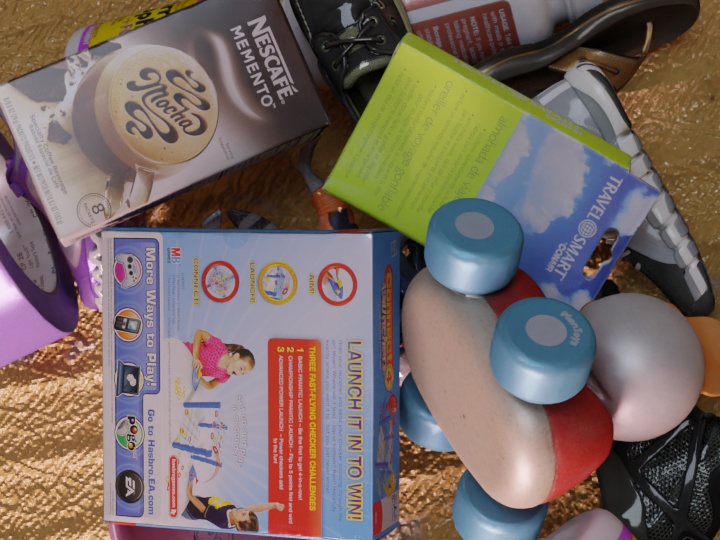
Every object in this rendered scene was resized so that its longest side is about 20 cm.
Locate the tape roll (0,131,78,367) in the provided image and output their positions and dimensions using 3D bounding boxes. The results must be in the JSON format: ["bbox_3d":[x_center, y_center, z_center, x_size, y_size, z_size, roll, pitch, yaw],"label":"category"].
[{"bbox_3d":[-0.284,-0.031,1.203,0.065,0.200,0.201,-25,71,5],"label":"tape roll"}]

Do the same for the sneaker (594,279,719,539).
[{"bbox_3d":[0.211,0.096,1.126,0.113,0.076,0.201,-13,75,7],"label":"sneaker"}]

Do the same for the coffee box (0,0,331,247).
[{"bbox_3d":[-0.134,-0.108,1.109,0.199,0.080,0.114,-25,92,-8],"label":"coffee box"}]

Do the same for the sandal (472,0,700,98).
[{"bbox_3d":[0.160,-0.148,1.192,0.199,0.082,0.055,-22,71,-8],"label":"sandal"}]

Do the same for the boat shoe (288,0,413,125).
[{"bbox_3d":[0.007,-0.150,1.149,0.071,0.066,0.202,-27,106,13],"label":"boat shoe"}]

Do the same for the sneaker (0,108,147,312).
[{"bbox_3d":[-0.220,-0.061,1.221,0.088,0.201,0.081,2,32,16],"label":"sneaker"}]

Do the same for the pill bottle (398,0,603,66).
[{"bbox_3d":[0.077,-0.205,1.220,0.199,0.112,0.113,-13,72,8],"label":"pill bottle"}]

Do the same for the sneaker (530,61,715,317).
[{"bbox_3d":[0.164,-0.038,1.161,0.115,0.075,0.201,-28,91,10],"label":"sneaker"}]

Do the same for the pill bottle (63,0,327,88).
[{"bbox_3d":[-0.119,-0.156,1.243,0.199,0.104,0.105,-12,72,16],"label":"pill bottle"}]

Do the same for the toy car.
[{"bbox_3d":[0.143,0.055,1.051,0.199,0.185,0.177,-13,48,-21],"label":"toy car"}]

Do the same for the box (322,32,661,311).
[{"bbox_3d":[0.089,-0.061,1.107,0.199,0.048,0.122,29,111,0],"label":"box"}]

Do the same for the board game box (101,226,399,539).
[{"bbox_3d":[-0.073,0.071,1.076,0.194,0.056,0.202,2,93,20],"label":"board game box"}]

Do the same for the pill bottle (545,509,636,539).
[{"bbox_3d":[0.183,0.260,1.044,0.104,0.104,0.200,-41,89,-1],"label":"pill bottle"}]

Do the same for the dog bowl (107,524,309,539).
[{"bbox_3d":[-0.093,0.165,1.161,0.199,0.074,0.202,-2,80,14],"label":"dog bowl"}]

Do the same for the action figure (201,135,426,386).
[{"bbox_3d":[0.000,0.000,1.178,0.194,0.200,0.105,51,134,-1],"label":"action figure"}]
